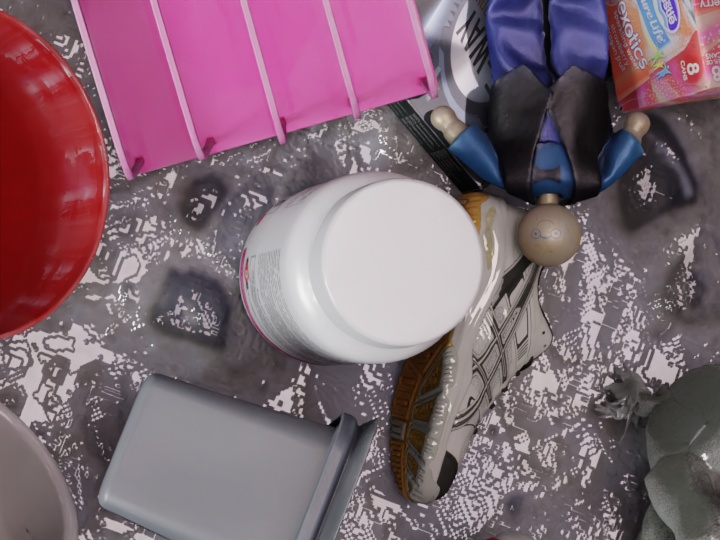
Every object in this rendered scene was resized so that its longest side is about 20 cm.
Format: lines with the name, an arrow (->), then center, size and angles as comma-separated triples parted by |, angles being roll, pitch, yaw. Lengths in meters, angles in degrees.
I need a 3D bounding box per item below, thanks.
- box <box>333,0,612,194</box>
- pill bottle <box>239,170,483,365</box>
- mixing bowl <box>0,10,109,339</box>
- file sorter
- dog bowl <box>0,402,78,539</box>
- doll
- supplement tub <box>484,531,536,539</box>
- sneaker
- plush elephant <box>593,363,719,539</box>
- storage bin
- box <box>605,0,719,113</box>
box -> 0.066, -0.175, 1.532 | 0.160, 0.044, 0.200 | -41, 97, -13
pill bottle -> 0.000, 0.000, 1.426 | 0.113, 0.200, 0.113 | 1, 87, -14
mixing bowl -> -0.260, -0.052, 1.397 | 0.200, 0.108, 0.200 | 6, 80, -38
file sorter -> -0.064, -0.144, 1.426 | 0.200, 0.125, 0.139 | -16, 99, 1
dog bowl -> -0.248, 0.131, 1.361 | 0.200, 0.200, 0.059 | 35, 116, -10
doll -> 0.112, -0.101, 1.486 | 0.136, 0.048, 0.200 | -3, 84, 2
supplement tub -> 0.037, 0.255, 1.454 | 0.200, 0.140, 0.140 | -21, 92, -14
sneaker -> 0.080, 0.055, 1.509 | 0.088, 0.076, 0.200 | 15, 90, -24
plush elephant -> 0.249, 0.143, 1.513 | 0.165, 0.200, 0.155 | -48, 122, -10
storage bin -> -0.082, 0.135, 1.412 | 0.134, 0.200, 0.146 | 21, 82, -1
box -> 0.261, -0.165, 1.529 | 0.200, 0.095, 0.103 | -8, 90, -31
